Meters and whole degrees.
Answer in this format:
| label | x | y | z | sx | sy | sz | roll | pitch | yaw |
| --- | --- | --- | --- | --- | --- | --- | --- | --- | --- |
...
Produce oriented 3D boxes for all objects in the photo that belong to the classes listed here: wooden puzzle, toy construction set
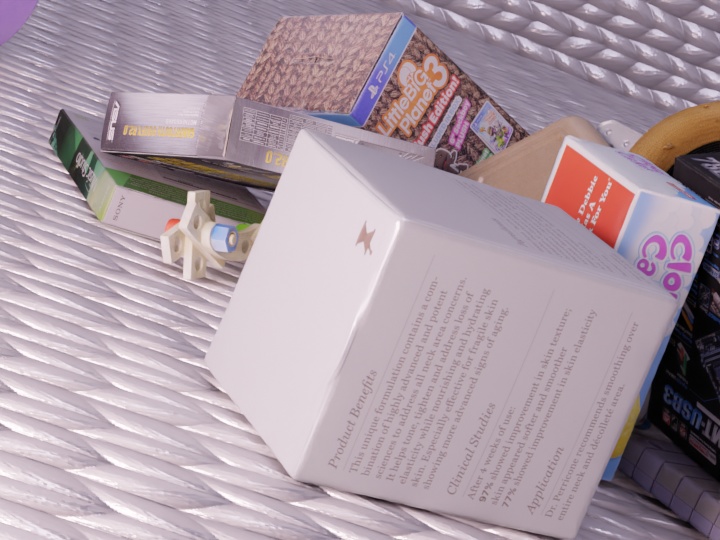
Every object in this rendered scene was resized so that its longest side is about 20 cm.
| label | x | y | z | sx | sy | sz | roll | pitch | yaw |
| --- | --- | --- | --- | --- | --- | --- | --- | --- | --- |
| wooden puzzle | 0.131 | -0.019 | 1.730 | 0.200 | 0.037 | 0.185 | -25 | 49 | -10 |
| toy construction set | -0.037 | -0.006 | 1.588 | 0.200 | 0.092 | 0.131 | 19 | 48 | 17 |

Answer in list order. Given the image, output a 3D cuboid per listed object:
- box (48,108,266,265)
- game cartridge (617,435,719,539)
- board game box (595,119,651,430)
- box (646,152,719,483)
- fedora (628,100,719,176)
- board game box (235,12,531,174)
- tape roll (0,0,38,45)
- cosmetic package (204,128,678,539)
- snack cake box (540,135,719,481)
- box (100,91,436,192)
| label | x | y | z | sx | sy | sz | roll | pitch | yaw |
| --- | --- | --- | --- | --- | --- | --- | --- | --- | --- |
| box | -0.151 | -0.063 | 1.746 | 0.144 | 0.036 | 0.200 | 17 | 13 | -24 |
| game cartridge | 0.284 | 0.165 | 1.549 | 0.200 | 0.038 | 0.130 | 12 | 20 | -37 |
| board game box | 0.203 | 0.002 | 1.740 | 0.200 | 0.200 | 0.026 | 33 | -8 | 40 |
| box | 0.258 | 0.046 | 1.476 | 0.050 | 0.199 | 0.200 | -6 | 23 | -19 |
| fedora | 0.278 | -0.027 | 1.637 | 0.200 | 0.201 | 0.082 | 26 | -14 | 15 |
| board game box | 0.024 | -0.113 | 1.855 | 0.159 | 0.097 | 0.200 | 6 | -27 | 50 |
| tape roll | -0.354 | -0.296 | 1.985 | 0.085 | 0.200 | 0.200 | 10 | 18 | -43 |
| cosmetic package | 0.046 | 0.038 | 1.360 | 0.200 | 0.167 | 0.166 | 16 | 15 | -28 |
| snack cake box | 0.153 | 0.025 | 1.518 | 0.067 | 0.200 | 0.115 | 13 | 16 | -24 |
| box | -0.068 | -0.090 | 1.696 | 0.200 | 0.048 | 0.158 | 12 | -3 | -41 |
